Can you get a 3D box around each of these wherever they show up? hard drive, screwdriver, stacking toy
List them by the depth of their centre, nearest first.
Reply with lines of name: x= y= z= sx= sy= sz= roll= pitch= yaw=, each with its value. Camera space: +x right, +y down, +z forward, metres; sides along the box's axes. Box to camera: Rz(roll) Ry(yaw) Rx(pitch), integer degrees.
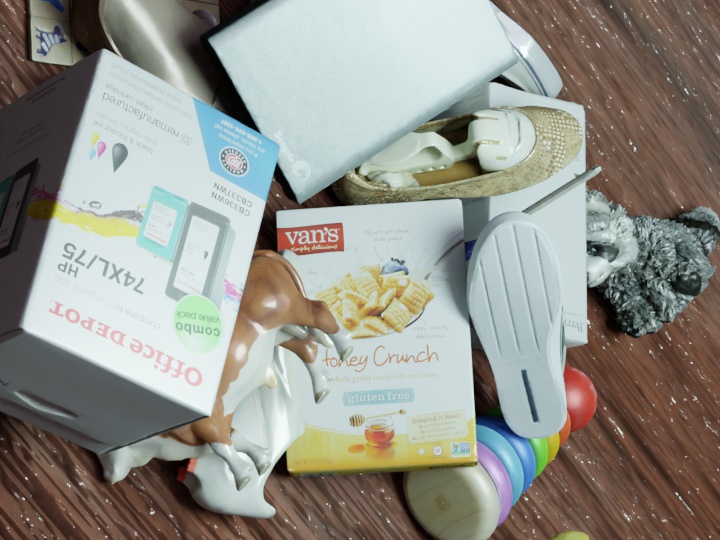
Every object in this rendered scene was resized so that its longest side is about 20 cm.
hard drive: x=0.000 y=-0.160 z=1.665 sx=0.200 sy=0.033 sz=0.140 roll=-33 pitch=110 yaw=-11
screwdriver: x=0.103 y=-0.025 z=1.757 sx=0.028 sy=0.199 sz=0.029 roll=-11 pitch=76 yaw=-64
stacking toy: x=0.120 y=0.137 z=1.816 sx=0.200 sy=0.085 sz=0.086 roll=-34 pitch=100 yaw=-46

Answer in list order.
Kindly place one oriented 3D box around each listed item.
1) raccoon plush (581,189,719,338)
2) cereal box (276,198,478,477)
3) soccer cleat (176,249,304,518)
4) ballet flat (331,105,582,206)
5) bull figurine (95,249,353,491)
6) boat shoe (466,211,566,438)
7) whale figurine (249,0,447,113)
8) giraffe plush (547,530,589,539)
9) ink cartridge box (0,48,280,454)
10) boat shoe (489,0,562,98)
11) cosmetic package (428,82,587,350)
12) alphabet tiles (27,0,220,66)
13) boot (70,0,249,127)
raccoon plush: x=0.224 y=-0.031 z=1.950 sx=0.134 sy=0.097 sz=0.200 roll=46 pitch=24 yaw=-7
cereal box: x=0.011 y=0.050 z=1.719 sx=0.143 sy=0.040 sz=0.201 roll=-4 pitch=79 yaw=2
soccer cleat: x=-0.070 y=0.084 z=1.673 sx=0.077 sy=0.069 sz=0.201 roll=21 pitch=72 yaw=-12
ballet flat: x=0.073 y=-0.090 z=1.765 sx=0.199 sy=0.065 sz=0.071 roll=-15 pitch=71 yaw=2
bull figurine: x=-0.098 y=0.081 z=1.603 sx=0.121 sy=0.065 sz=0.200 roll=37 pitch=84 yaw=9
boat shoe: x=0.118 y=0.033 z=1.734 sx=0.071 sy=0.072 sz=0.201 roll=-90 pitch=174 yaw=-55
whale figurine: x=-0.013 y=-0.160 z=1.776 sx=0.200 sy=0.104 sz=0.159 roll=20 pitch=30 yaw=-55
giraffe plush: x=0.084 y=0.268 z=1.712 sx=0.161 sy=0.200 sz=0.173 roll=11 pitch=85 yaw=-1
ink cartridge box: x=-0.168 y=-0.007 z=1.489 sx=0.146 sy=0.146 sz=0.201 roll=27 pitch=62 yaw=-28
boat shoe: x=0.081 y=-0.192 z=1.877 sx=0.200 sy=0.071 sz=0.070 roll=41 pitch=84 yaw=-27
cosmetic package: x=0.118 y=-0.038 z=1.848 sx=0.112 sy=0.081 sz=0.201 roll=9 pitch=72 yaw=-38
alphabet tiles: x=-0.173 y=-0.177 z=1.702 sx=0.167 sy=0.008 sz=0.201 roll=6 pitch=75 yaw=-37
boot: x=-0.135 y=-0.164 z=1.666 sx=0.146 sy=0.070 sz=0.201 roll=12 pitch=89 yaw=-22
